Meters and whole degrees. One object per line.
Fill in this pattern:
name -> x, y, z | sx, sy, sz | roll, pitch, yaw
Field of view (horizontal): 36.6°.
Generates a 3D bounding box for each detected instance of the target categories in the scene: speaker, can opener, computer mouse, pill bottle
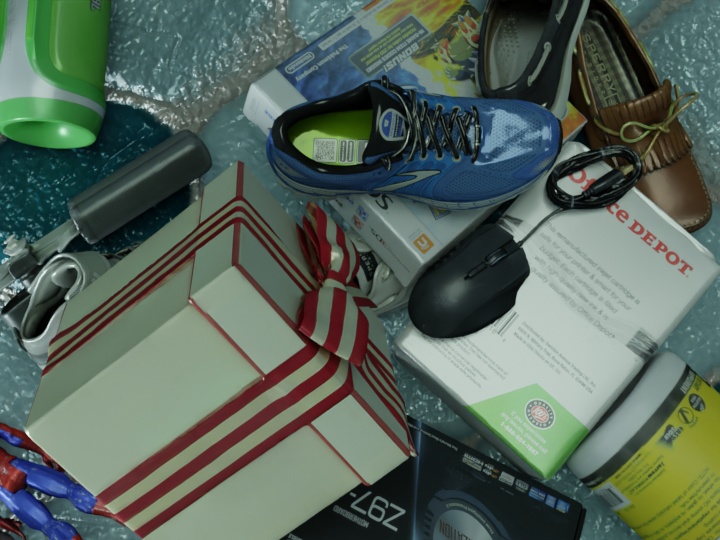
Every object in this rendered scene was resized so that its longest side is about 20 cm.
speaker -> -0.234, -0.202, 0.843 | 0.088, 0.088, 0.202 | 1, 79, 0
can opener -> -0.198, -0.035, 0.837 | 0.199, 0.053, 0.067 | -38, 116, -6
computer mouse -> 0.115, -0.024, 0.753 | 0.200, 0.034, 0.059 | -40, 77, -6
pill bottle -> 0.252, 0.162, 0.764 | 0.200, 0.112, 0.113 | 43, 81, 7

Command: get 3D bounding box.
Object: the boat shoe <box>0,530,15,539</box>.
boat shoe -> -0.315, 0.266, 0.759 | 0.071, 0.076, 0.201 | 29, 79, 7

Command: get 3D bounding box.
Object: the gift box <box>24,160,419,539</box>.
gift box -> -0.069, 0.063, 0.696 | 0.186, 0.185, 0.200 | -37, 118, 13

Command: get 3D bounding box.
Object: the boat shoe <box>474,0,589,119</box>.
boat shoe -> 0.123, -0.191, 0.807 | 0.073, 0.060, 0.202 | -2, 61, 32

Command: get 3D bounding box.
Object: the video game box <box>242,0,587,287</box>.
video game box -> 0.044, -0.116, 0.821 | 0.200, 0.047, 0.182 | -40, 84, -27

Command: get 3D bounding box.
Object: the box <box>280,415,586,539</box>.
box -> 0.044, 0.187, 0.749 | 0.199, 0.044, 0.161 | 27, 42, 5

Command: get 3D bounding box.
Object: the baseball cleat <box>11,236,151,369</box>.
baseball cleat -> -0.157, 0.004, 0.793 | 0.200, 0.107, 0.070 | -39, 63, -10

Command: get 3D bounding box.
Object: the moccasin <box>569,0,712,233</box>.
moccasin -> 0.212, -0.122, 0.836 | 0.073, 0.078, 0.203 | -18, 80, -6

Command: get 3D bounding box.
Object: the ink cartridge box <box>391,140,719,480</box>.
ink cartridge box -> 0.140, 0.030, 0.802 | 0.145, 0.084, 0.200 | 41, 82, 7

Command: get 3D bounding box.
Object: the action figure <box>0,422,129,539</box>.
action figure -> -0.245, 0.158, 0.793 | 0.199, 0.052, 0.066 | 29, 75, 10

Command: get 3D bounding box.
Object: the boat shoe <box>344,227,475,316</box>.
boat shoe -> 0.000, 0.000, 0.816 | 0.199, 0.066, 0.072 | -26, 80, -5

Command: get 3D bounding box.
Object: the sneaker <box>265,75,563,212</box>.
sneaker -> 0.034, -0.081, 0.712 | 0.198, 0.089, 0.079 | -4, 84, 3
